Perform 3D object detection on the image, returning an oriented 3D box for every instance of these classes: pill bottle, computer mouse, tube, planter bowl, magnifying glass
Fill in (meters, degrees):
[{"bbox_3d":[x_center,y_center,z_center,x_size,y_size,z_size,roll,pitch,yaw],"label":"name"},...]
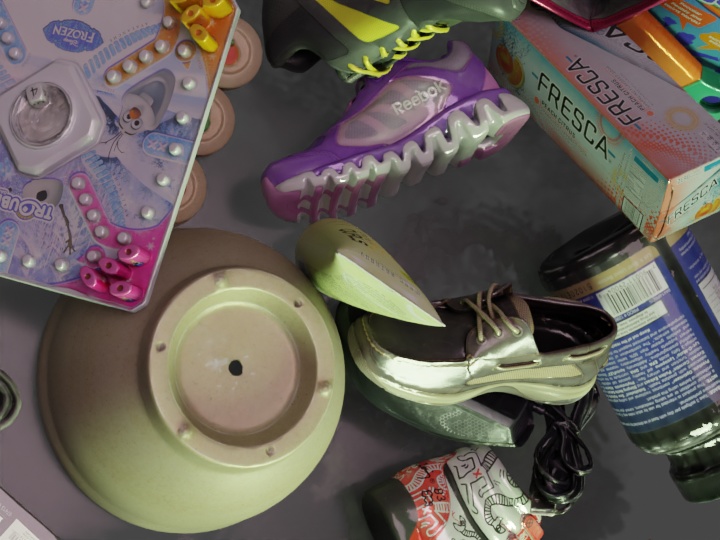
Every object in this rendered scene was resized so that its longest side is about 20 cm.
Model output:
[{"bbox_3d":[0.220,0.059,1.151,0.111,0.112,0.201,-32,96,-22],"label":"pill bottle"},{"bbox_3d":[0.064,0.084,1.098,0.199,0.053,0.139,28,38,-6],"label":"computer mouse"},{"bbox_3d":[0.000,0.000,1.008,0.058,0.200,0.052,-8,98,-9],"label":"tube"},{"bbox_3d":[-0.092,0.065,1.011,0.199,0.135,0.202,3,83,-22],"label":"planter bowl"},{"bbox_3d":[0.255,-0.130,1.188,0.200,0.079,0.023,38,49,-30],"label":"magnifying glass"}]

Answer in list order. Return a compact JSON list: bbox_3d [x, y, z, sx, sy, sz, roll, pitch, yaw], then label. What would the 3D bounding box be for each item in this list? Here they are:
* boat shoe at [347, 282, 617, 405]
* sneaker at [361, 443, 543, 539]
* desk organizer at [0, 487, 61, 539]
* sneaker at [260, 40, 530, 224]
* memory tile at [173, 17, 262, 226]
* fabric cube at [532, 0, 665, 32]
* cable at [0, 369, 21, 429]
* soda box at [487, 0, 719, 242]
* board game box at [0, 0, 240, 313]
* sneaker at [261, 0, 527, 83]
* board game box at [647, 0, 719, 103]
[{"bbox_3d":[0.083,0.039,1.058,0.199,0.073,0.075,3,46,-34],"label":"boat shoe"},{"bbox_3d":[0.088,0.220,1.101,0.107,0.067,0.203,-24,90,-20],"label":"sneaker"},{"bbox_3d":[-0.189,0.211,0.983,0.200,0.077,0.072,44,70,-12],"label":"desk organizer"},{"bbox_3d":[0.015,-0.100,1.111,0.199,0.081,0.089,-24,79,-20],"label":"sneaker"},{"bbox_3d":[-0.171,-0.133,1.060,0.199,0.017,0.154,26,79,-17],"label":"memory tile"},{"bbox_3d":[0.155,-0.305,1.034,0.195,0.200,0.201,24,69,-26],"label":"fabric cube"},{"bbox_3d":[-0.302,0.054,0.971,0.199,0.050,0.097,35,73,-13],"label":"cable"},{"bbox_3d":[0.173,-0.114,1.123,0.068,0.064,0.200,-24,56,-23],"label":"soda box"},{"bbox_3d":[-0.193,-0.095,0.980,0.199,0.026,0.201,14,81,16],"label":"board game box"},{"bbox_3d":[0.020,-0.165,1.070,0.074,0.199,0.085,1,95,-57],"label":"sneaker"},{"bbox_3d":[0.271,-0.180,1.154,0.151,0.200,0.045,26,74,-16],"label":"board game box"}]
